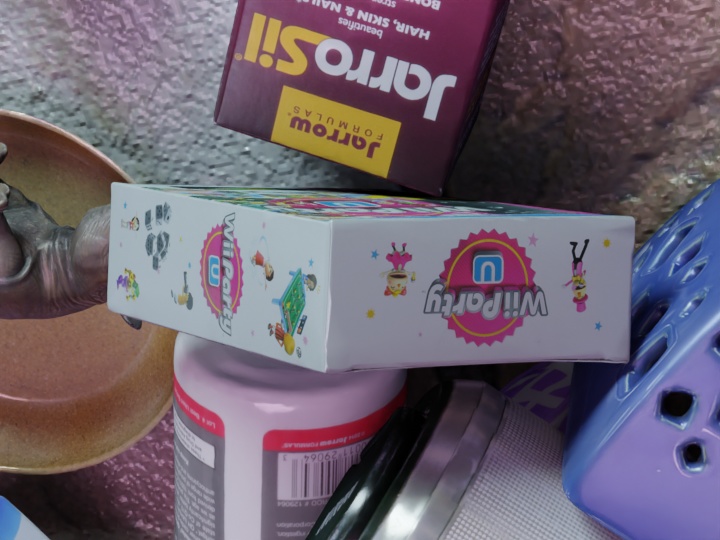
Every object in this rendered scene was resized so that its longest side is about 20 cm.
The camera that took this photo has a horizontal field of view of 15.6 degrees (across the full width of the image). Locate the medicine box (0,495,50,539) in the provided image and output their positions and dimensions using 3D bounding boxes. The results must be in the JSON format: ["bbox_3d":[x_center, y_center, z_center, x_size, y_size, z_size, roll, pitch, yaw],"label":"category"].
[{"bbox_3d":[-0.183,0.232,1.325,0.200,0.103,0.182,46,142,-13],"label":"medicine box"}]

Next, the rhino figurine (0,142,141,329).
[{"bbox_3d":[-0.167,-0.012,1.210,0.199,0.060,0.088,2,131,11],"label":"rhino figurine"}]

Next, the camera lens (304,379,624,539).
[{"bbox_3d":[0.073,0.155,1.132,0.200,0.160,0.160,33,120,-3],"label":"camera lens"}]

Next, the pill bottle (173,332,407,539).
[{"bbox_3d":[-0.035,0.118,1.259,0.110,0.111,0.201,8,119,10],"label":"pill bottle"}]

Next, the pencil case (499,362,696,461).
[{"bbox_3d":[0.136,0.129,1.243,0.200,0.084,0.085,50,140,-13],"label":"pencil case"}]

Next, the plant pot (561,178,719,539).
[{"bbox_3d":[0.216,0.039,1.111,0.200,0.200,0.180,31,113,-4],"label":"plant pot"}]

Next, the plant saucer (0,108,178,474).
[{"bbox_3d":[-0.172,0.005,1.276,0.199,0.035,0.201,6,118,11],"label":"plant saucer"}]

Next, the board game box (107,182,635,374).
[{"bbox_3d":[0.000,0.000,1.111,0.147,0.200,0.065,-1,97,-31],"label":"board game box"}]

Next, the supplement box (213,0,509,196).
[{"bbox_3d":[0.016,-0.148,1.119,0.110,0.086,0.201,17,120,4],"label":"supplement box"}]
